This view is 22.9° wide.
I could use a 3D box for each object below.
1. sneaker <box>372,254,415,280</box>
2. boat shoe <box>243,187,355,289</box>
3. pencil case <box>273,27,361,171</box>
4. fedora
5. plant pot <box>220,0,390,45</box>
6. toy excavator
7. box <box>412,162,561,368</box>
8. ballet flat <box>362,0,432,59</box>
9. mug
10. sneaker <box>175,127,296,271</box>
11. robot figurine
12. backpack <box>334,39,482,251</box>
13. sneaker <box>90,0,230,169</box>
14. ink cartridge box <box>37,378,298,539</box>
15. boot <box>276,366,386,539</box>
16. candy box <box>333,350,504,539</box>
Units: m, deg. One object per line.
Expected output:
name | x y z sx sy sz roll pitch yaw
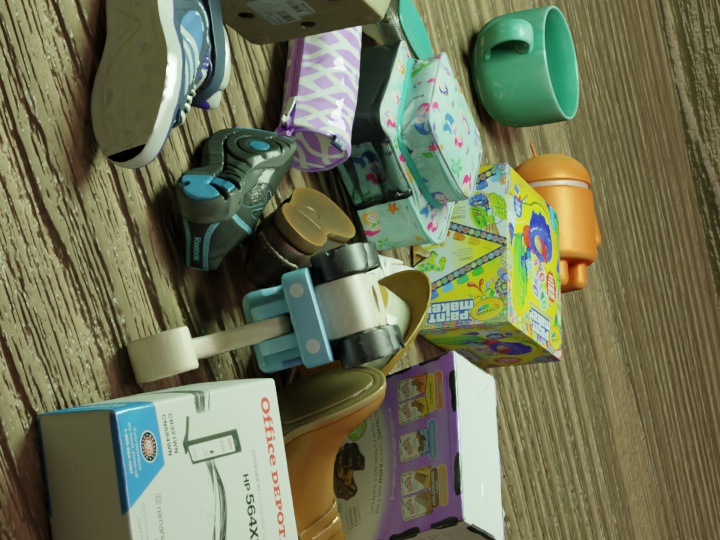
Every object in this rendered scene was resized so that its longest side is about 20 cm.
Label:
sneaker | 0.000 0.000 1.785 0.200 0.099 0.075 27 59 -62
boat shoe | -0.061 -0.028 1.634 0.070 0.070 0.200 42 15 6
pencil case | -0.045 -0.195 1.767 0.085 0.084 0.201 27 53 -35
fedora | -0.022 0.052 1.649 0.082 0.200 0.201 45 37 -18
plant pot | -0.064 -0.314 1.588 0.200 0.199 0.178 32 53 -62
toy excavator | -0.078 0.051 1.491 0.194 0.199 0.100 -3 76 -81
box | 0.152 -0.001 2.123 0.200 0.122 0.193 33 55 -62
ballet flat | 0.021 -0.299 1.968 0.072 0.072 0.201 -76 151 -42
mug | 0.208 -0.278 2.352 0.152 0.114 0.185 -70 145 -47
sneaker | -0.116 -0.069 1.590 0.200 0.073 0.082 -48 149 -59
robot figurine | 0.260 -0.070 2.413 0.117 0.143 0.201 115 -28 -78
backpack | 0.046 -0.125 1.884 0.178 0.150 0.200 -75 154 -49
sneaker | -0.152 -0.151 1.486 0.146 0.080 0.201 40 42 -53
ink cartridge box | -0.143 0.166 1.366 0.200 0.084 0.147 -8 90 -56
boot | -0.040 0.186 1.531 0.156 0.200 0.077 61 -12 -29
candy box | 0.027 0.188 1.628 0.071 0.200 0.168 34 44 -43
